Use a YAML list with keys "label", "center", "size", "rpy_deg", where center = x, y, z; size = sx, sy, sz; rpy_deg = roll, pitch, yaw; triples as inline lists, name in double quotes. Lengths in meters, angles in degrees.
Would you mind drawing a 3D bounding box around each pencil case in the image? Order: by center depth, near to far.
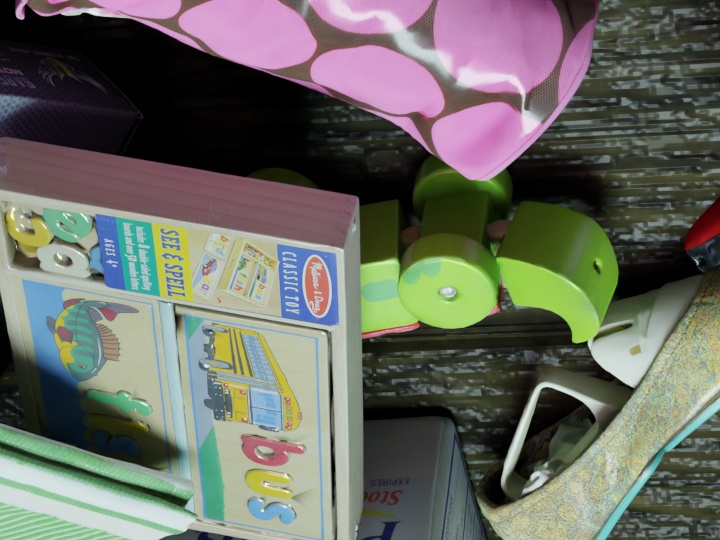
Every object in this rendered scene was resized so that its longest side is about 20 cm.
- label: "pencil case"
  center: [-0.020, -0.096, 0.900]
  size: [0.199, 0.091, 0.094]
  rpy_deg: [21, 122, -12]

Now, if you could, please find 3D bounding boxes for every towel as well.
- label: "towel"
  center: [-0.181, 0.098, 1.001]
  size: [0.152, 0.024, 0.199]
  rpy_deg: [21, 148, -39]

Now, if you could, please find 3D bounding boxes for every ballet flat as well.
- label: "ballet flat"
  center: [0.108, 0.050, 1.028]
  size: [0.070, 0.071, 0.200]
  rpy_deg: [25, 131, -12]

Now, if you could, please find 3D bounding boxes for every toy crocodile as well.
- label: "toy crocodile"
  center: [0.000, 0.000, 0.995]
  size: [0.199, 0.068, 0.062]
  rpy_deg: [-5, 132, 14]

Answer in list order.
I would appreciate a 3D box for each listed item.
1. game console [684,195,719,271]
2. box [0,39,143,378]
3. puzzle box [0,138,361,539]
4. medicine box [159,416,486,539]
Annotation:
- label: "game console"
  center: [0.240, -0.037, 0.891]
  size: [0.200, 0.172, 0.119]
  rpy_deg: [-35, 92, 33]
- label: "box"
  center: [-0.191, -0.013, 0.923]
  size: [0.200, 0.051, 0.158]
  rpy_deg: [3, 124, -53]
- label: "puzzle box"
  center: [-0.065, 0.034, 0.965]
  size: [0.132, 0.026, 0.201]
  rpy_deg: [9, 142, 8]
- label: "medicine box"
  center: [-0.032, 0.172, 1.134]
  size: [0.181, 0.103, 0.201]
  rpy_deg: [-4, 131, 14]
